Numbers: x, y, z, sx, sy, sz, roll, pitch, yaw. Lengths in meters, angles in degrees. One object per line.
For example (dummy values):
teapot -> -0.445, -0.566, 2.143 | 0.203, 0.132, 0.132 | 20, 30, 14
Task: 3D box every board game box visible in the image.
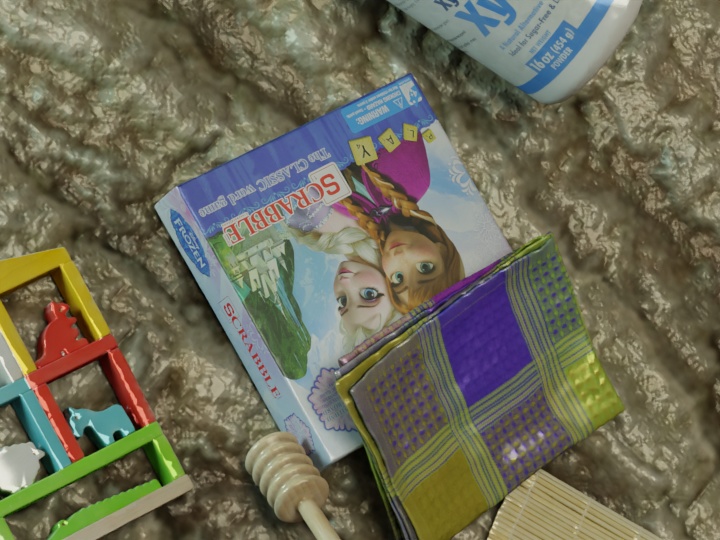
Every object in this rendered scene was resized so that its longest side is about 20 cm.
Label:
board game box -> 0.000, 0.000, 1.845 | 0.200, 0.041, 0.200 | -29, 87, -31

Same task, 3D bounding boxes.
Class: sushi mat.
sushi mat -> 0.168, 0.207, 1.870 | 0.200, 0.012, 0.096 | 30, 61, -13

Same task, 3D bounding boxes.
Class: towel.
towel -> 0.076, 0.079, 1.823 | 0.200, 0.023, 0.144 | -32, 110, -30

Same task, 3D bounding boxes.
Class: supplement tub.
supplement tub -> 0.083, -0.214, 1.912 | 0.200, 0.132, 0.132 | 32, 61, -13

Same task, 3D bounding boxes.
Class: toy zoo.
toy zoo -> -0.202, 0.072, 1.732 | 0.131, 0.020, 0.200 | -25, 85, -31

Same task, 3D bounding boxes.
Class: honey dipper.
honey dipper -> -0.010, 0.176, 1.723 | 0.038, 0.038, 0.200 | -10, 45, -29
